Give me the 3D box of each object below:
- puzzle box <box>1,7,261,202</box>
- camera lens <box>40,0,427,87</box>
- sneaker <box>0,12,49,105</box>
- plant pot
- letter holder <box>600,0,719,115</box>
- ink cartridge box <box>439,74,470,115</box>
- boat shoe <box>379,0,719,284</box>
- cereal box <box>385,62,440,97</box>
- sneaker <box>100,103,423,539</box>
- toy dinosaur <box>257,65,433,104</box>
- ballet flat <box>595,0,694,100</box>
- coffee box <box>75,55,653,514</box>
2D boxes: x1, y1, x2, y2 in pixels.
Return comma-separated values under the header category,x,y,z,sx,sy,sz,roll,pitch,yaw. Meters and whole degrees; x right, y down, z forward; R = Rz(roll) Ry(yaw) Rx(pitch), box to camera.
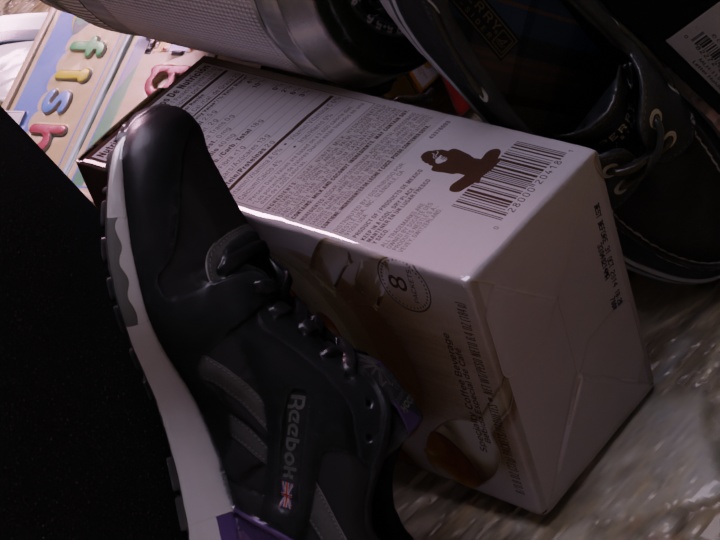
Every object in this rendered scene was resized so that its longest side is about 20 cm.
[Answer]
category,x,y,z,sx,sy,sz,roll,pitch,yaw
puzzle box,-0.098,-0.112,0.880,0.132,0.025,0.202,5,64,37
camera lens,-0.048,-0.167,0.749,0.198,0.161,0.160,16,50,33
sneaker,-0.119,-0.090,0.947,0.198,0.077,0.081,-10,41,22
plant pot,-0.167,0.056,0.656,0.198,0.200,0.179,-13,41,37
letter holder,0.156,-0.148,0.676,0.143,0.200,0.100,-54,10,-33
ink cartridge box,0.080,-0.201,0.881,0.176,0.201,0.044,-44,35,-24
boat shoe,0.081,-0.057,0.678,0.069,0.200,0.057,-49,25,2
cereal box,0.047,-0.163,0.987,0.200,0.040,0.143,-44,24,-24
sneaker,-0.024,0.035,0.642,0.087,0.202,0.076,-13,8,16
toy dinosaur,-0.002,-0.091,0.849,0.199,0.047,0.089,36,92,31
ballet flat,0.108,-0.097,0.745,0.063,0.203,0.067,-3,6,-1
coffee box,0.000,0.000,0.707,0.199,0.115,0.080,17,49,40
